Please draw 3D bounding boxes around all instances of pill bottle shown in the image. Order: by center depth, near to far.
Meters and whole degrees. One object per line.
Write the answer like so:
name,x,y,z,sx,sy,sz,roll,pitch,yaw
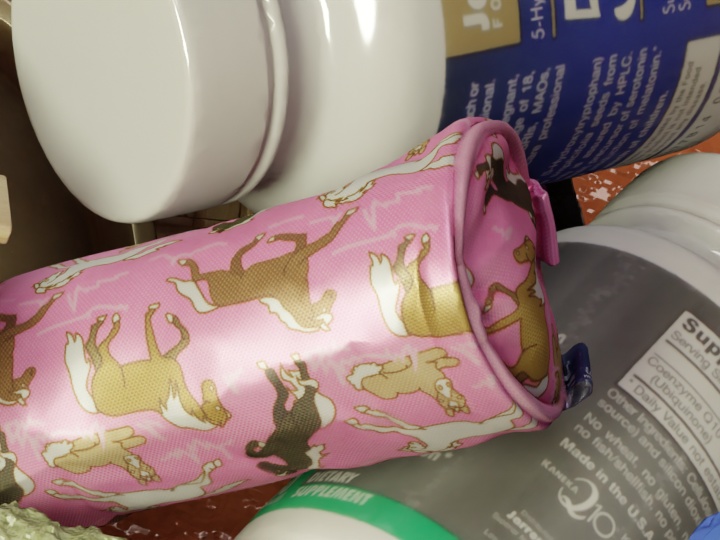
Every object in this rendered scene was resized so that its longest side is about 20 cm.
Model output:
pill bottle,0.060,0.059,0.840,0.113,0.113,0.200,30,50,20
pill bottle,0.010,-0.075,0.843,0.200,0.120,0.120,-15,49,-35

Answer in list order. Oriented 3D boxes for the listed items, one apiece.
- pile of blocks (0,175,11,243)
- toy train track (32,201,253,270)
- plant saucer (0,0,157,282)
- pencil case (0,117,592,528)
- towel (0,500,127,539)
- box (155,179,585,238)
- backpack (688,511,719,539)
pile of blocks,-0.138,-0.014,0.771,0.082,0.062,0.200,13,37,-18
toy train track,0.000,0.000,0.907,0.200,0.115,0.033,4,1,-23
plant saucer,-0.157,0.005,0.851,0.200,0.029,0.200,0,89,-3
pencil case,-0.044,0.024,0.771,0.200,0.087,0.083,-17,55,20
towel,-0.127,0.146,0.726,0.148,0.036,0.200,17,83,8
box,-0.038,-0.053,0.926,0.200,0.143,0.036,-17,9,-23
backpack,0.150,0.110,0.697,0.162,0.200,0.168,-23,49,-29
